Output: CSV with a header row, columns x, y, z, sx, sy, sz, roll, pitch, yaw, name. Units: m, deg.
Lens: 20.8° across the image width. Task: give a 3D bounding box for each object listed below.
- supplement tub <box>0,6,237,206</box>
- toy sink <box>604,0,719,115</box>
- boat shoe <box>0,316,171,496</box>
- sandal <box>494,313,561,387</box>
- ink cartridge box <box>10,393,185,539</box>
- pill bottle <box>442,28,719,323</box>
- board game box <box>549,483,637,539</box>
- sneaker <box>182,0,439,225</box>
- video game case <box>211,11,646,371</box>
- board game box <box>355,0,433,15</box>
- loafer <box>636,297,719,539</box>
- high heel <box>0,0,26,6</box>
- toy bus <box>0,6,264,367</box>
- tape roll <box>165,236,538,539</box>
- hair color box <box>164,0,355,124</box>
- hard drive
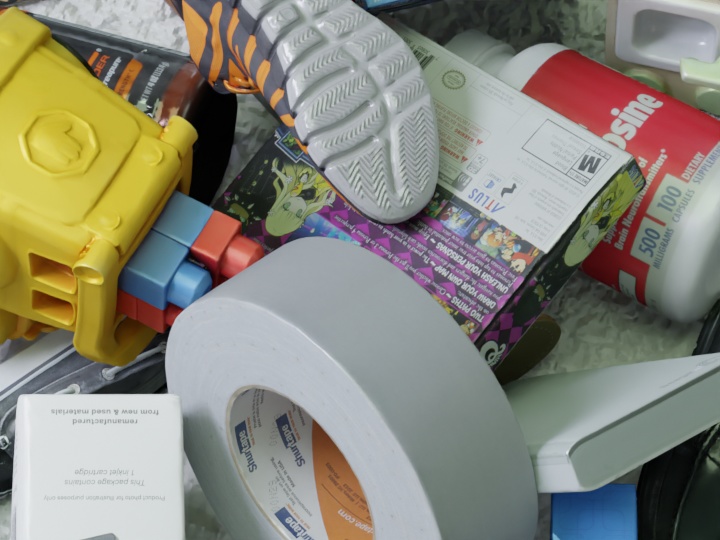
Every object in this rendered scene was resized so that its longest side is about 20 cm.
x,y,z,sx,sy,sz,roll,pitch,yaw,name
-0.183,-0.097,1.188,0.199,0.107,0.107,15,65,14,supplement tub
0.210,-0.167,1.168,0.111,0.131,0.201,13,66,13,toy sink
-0.179,0.091,1.114,0.200,0.072,0.068,-37,63,-20,boat shoe
0.005,0.059,1.105,0.211,0.078,0.070,-31,59,-3,sandal
-0.136,0.175,0.994,0.083,0.146,0.201,1,74,-11,ink cartridge box
0.130,-0.061,1.129,0.199,0.112,0.112,29,69,22,pill bottle
0.114,0.225,0.962,0.045,0.152,0.201,0,63,6,board game box
-0.029,-0.105,1.069,0.077,0.112,0.201,-26,82,-21,sneaker
0.025,-0.030,1.062,0.200,0.036,0.181,34,80,36,video game case
0.068,-0.185,1.162,0.150,0.200,0.037,-14,95,-1,board game box
0.204,0.092,1.060,0.070,0.068,0.201,-7,50,48,loafer
-0.265,-0.234,1.247,0.199,0.143,0.072,3,63,8,high heel
-0.147,-0.015,1.050,0.191,0.200,0.136,26,62,4,toy bus
-0.008,0.087,0.961,0.066,0.201,0.200,-32,62,-32,tape roll
-0.083,-0.187,1.221,0.064,0.111,0.200,-36,64,-13,hair color box
0.098,0.081,1.005,0.131,0.200,0.026,-23,95,-31,hard drive
